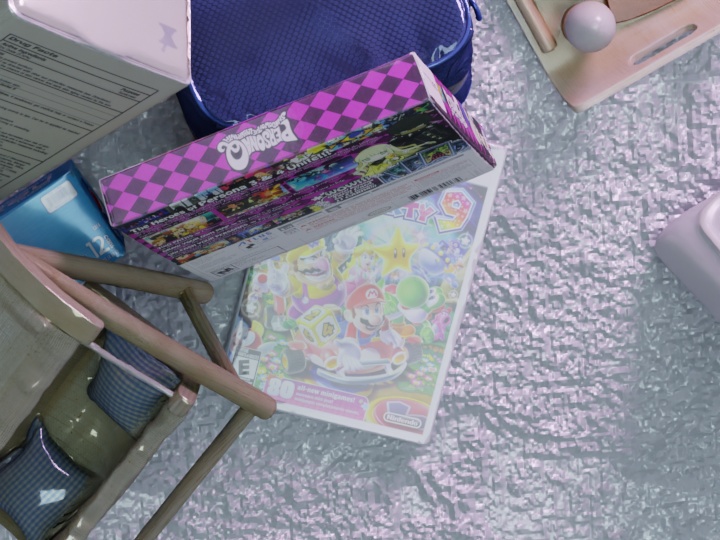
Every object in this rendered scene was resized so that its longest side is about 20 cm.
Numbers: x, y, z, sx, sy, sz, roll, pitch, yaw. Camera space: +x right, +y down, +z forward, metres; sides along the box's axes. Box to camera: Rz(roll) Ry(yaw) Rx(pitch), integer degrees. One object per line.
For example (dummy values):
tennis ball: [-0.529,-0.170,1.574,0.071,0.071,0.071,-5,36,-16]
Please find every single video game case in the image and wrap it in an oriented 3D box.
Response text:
video game case: [0.000,0.000,1.654,0.143,0.018,0.200,14,97,-8]
video game case: [-0.033,-0.057,1.535,0.200,0.181,0.036,-22,75,11]

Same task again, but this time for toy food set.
toy food set: [0.147,-0.219,1.613,0.143,0.060,0.200,-30,102,-1]

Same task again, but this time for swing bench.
swing bench: [-0.197,0.085,1.535,0.200,0.130,0.199,24,112,-38]

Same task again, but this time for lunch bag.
lunch bag: [-0.020,-0.147,1.568,0.200,0.132,0.136,-18,76,-4]

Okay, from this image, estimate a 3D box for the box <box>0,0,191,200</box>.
box: [-0.207,-0.135,1.493,0.128,0.200,0.109,20,57,-38]

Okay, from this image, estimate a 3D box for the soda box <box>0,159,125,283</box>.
soda box: [-0.245,0.014,1.603,0.200,0.068,0.064,-33,101,0]

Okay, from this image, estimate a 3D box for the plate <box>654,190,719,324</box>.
plate: [0.297,-0.030,1.594,0.200,0.200,0.032,-33,126,0]
